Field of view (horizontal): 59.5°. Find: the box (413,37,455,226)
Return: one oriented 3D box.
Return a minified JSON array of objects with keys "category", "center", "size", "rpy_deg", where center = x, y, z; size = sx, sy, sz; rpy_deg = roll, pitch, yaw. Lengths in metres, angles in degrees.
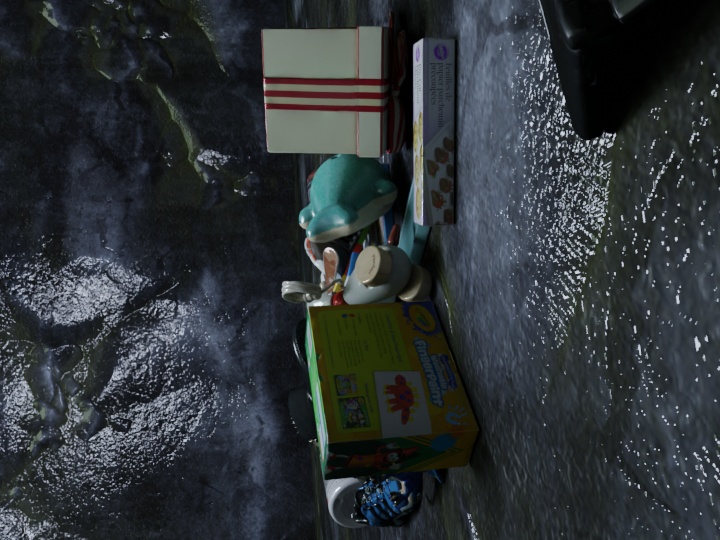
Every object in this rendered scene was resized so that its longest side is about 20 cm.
[{"category":"box","center":[0.082,-0.151,0.706],"size":[0.041,0.038,0.203],"rpy_deg":[-138,46,-74]}]

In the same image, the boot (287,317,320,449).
[{"category":"boot","center":[-0.081,0.197,1.078],"size":[0.200,0.073,0.162],"rpy_deg":[60,143,10]}]

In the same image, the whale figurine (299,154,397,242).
[{"category":"whale figurine","center":[-0.026,-0.108,0.917],"size":[0.200,0.157,0.105],"rpy_deg":[-58,-51,-63]}]

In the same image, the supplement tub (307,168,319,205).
[{"category":"supplement tub","center":[-0.051,-0.102,1.291],"size":[0.107,0.105,0.203],"rpy_deg":[118,147,-71]}]

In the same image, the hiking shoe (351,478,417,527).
[{"category":"hiking shoe","center":[0.036,0.351,0.976],"size":[0.202,0.085,0.075],"rpy_deg":[97,166,-45]}]

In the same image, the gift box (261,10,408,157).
[{"category":"gift box","center":[-0.024,-0.266,0.894],"size":[0.200,0.184,0.187],"rpy_deg":[-69,-19,-64]}]

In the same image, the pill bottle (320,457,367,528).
[{"category":"pill bottle","center":[-0.019,0.384,1.224],"size":[0.200,0.112,0.115],"rpy_deg":[-116,25,-65]}]

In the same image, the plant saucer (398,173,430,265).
[{"category":"plant saucer","center":[0.073,-0.057,0.850],"size":[0.201,0.019,0.071],"rpy_deg":[101,163,-50]}]

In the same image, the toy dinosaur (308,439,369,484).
[{"category":"toy dinosaur","center":[0.010,0.320,1.043],"size":[0.200,0.087,0.048],"rpy_deg":[44,-148,-34]}]

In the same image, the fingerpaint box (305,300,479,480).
[{"category":"fingerpaint box","center":[0.027,0.132,0.739],"size":[0.201,0.164,0.074],"rpy_deg":[-106,18,-48]}]

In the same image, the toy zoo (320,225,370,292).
[{"category":"toy zoo","center":[-0.034,-0.024,1.158],"size":[0.131,0.020,0.202],"rpy_deg":[-116,46,-66]}]

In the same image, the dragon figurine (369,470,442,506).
[{"category":"dragon figurine","center":[0.070,0.249,0.814],"size":[0.201,0.099,0.059],"rpy_deg":[54,-169,-34]}]

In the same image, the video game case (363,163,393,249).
[{"category":"video game case","center":[0.027,-0.082,1.101],"size":[0.200,0.018,0.145],"rpy_deg":[126,141,-75]}]

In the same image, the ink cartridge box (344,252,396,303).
[{"category":"ink cartridge box","center":[-0.001,0.099,0.971],"size":[0.147,0.083,0.202],"rpy_deg":[105,178,-57]}]

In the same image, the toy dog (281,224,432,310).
[{"category":"toy dog","center":[0.000,0.000,0.848],"size":[0.132,0.198,0.098],"rpy_deg":[43,-134,-52]}]

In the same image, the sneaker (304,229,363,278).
[{"category":"sneaker","center":[-0.036,-0.058,1.028],"size":[0.082,0.077,0.201],"rpy_deg":[-39,24,20]}]

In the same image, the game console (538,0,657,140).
[{"category":"game console","center":[0.152,-0.209,0.354],"size":[0.176,0.115,0.203],"rpy_deg":[39,-139,-62]}]
